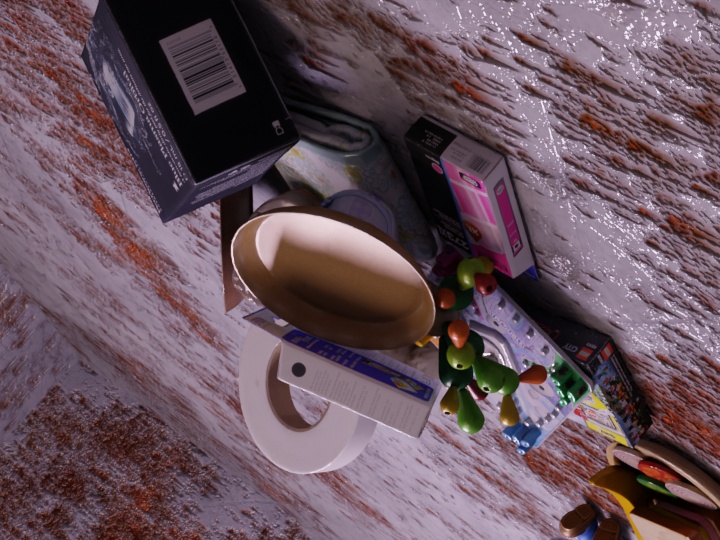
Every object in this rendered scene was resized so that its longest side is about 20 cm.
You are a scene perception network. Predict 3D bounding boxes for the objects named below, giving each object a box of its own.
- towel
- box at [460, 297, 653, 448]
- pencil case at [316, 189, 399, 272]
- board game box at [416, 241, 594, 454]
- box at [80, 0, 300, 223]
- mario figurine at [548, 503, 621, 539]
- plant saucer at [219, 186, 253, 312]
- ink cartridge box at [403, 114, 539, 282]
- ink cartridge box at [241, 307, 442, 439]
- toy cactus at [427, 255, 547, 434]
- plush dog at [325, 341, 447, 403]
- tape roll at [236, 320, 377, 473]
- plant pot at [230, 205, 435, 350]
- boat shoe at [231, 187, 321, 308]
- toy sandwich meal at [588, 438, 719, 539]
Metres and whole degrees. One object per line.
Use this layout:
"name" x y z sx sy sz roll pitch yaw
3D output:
"towel" -0.021 -0.099 1.528 0.199 0.048 0.171 26 161 42
"box" 0.192 0.093 1.535 0.199 0.038 0.137 24 154 46
"pencil case" 0.000 0.000 1.496 0.083 0.091 0.200 34 165 19
"board game box" 0.130 0.085 1.527 0.200 0.026 0.200 46 157 10
"box" -0.169 -0.170 1.455 0.198 0.117 0.200 64 162 1
"mario figurine" 0.303 0.397 1.920 0.124 0.105 0.201 -105 -7 -50
"plant saucer" -0.143 -0.052 1.760 0.036 0.202 0.201 -1 161 -4
"ink cartridge box" 0.104 -0.054 1.378 0.094 0.037 0.200 31 162 32
"ink cartridge box" -0.019 0.096 1.485 0.199 0.044 0.198 26 -175 5
"toy cactus" 0.097 0.053 1.426 0.165 0.102 0.201 48 159 47
"plush dog" 0.019 0.079 1.751 0.200 0.160 0.172 45 -173 -11
"tape roll" -0.058 0.124 1.675 0.037 0.205 0.202 1 -161 -46
"plant pot" -0.022 0.003 1.381 0.198 0.028 0.201 15 146 11
"boat shoe" -0.083 -0.036 1.631 0.076 0.072 0.200 43 145 3
"toy sandwich meal" 0.328 0.262 1.594 0.205 0.070 0.205 38 163 14
